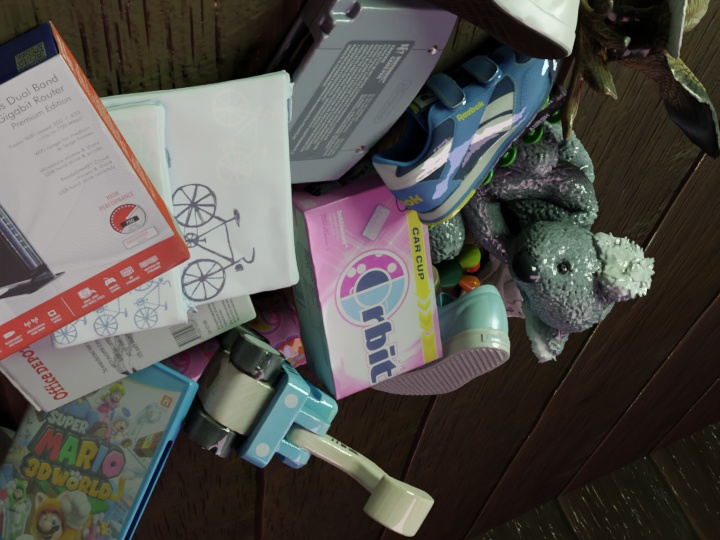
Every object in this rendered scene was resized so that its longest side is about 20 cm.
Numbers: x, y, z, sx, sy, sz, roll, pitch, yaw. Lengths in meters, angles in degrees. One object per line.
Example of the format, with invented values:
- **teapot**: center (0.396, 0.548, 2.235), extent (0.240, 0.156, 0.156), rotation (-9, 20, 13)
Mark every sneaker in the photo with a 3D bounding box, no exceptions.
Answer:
- **sneaker**: center (0.085, -0.223, 0.831), extent (0.073, 0.085, 0.200), rotation (9, 171, 45)
- **sneaker**: center (0.176, 0.031, 1.395), extent (0.075, 0.100, 0.200), rotation (-21, 157, -22)
- **sneaker**: center (0.078, 0.069, 1.170), extent (0.074, 0.082, 0.200), rotation (21, 151, -31)
- **sneaker**: center (0.088, -0.134, 0.966), extent (0.082, 0.074, 0.200), rotation (34, 96, -21)

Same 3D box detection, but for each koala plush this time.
- **koala plush**: center (0.184, -0.027, 1.152), extent (0.183, 0.201, 0.177), rotation (1, 144, -49)

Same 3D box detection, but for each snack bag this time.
- **snack bag**: center (-0.137, -0.041, 0.853), extent (0.199, 0.021, 0.189), rotation (-11, 124, -16)

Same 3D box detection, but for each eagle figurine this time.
- **eagle figurine**: center (0.251, -0.186, 1.002), extent (0.199, 0.151, 0.152), rotation (4, 128, -35)

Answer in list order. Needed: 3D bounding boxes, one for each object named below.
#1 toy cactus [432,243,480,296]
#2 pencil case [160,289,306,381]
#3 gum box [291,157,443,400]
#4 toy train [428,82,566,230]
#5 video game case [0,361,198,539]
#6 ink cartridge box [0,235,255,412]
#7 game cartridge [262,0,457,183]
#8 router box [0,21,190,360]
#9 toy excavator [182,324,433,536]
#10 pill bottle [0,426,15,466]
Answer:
- **toy cactus**: center (0.056, 0.025, 1.244), extent (0.200, 0.102, 0.165), rotation (-32, 165, -14)
- **pencil case**: center (-0.149, 0.093, 1.184), extent (0.199, 0.088, 0.088), rotation (-26, 157, -4)
- **gum box**: center (0.000, 0.000, 1.059), extent (0.113, 0.066, 0.201), rotation (-20, 120, -21)
- **toy train**: center (0.104, -0.110, 1.074), extent (0.042, 0.057, 0.200), rotation (22, 128, -42)
- **video game case**: center (-0.239, 0.160, 1.027), extent (0.201, 0.143, 0.018), rotation (-66, 157, -1)
- **ink cartridge box**: center (-0.199, 0.019, 0.961), extent (0.199, 0.083, 0.147), rotation (-25, 154, -9)
- **game cartridge**: center (-0.015, -0.139, 0.907), extent (0.133, 0.041, 0.200), rotation (-4, 147, -38)
- **router box**: center (-0.239, -0.034, 0.765), extent (0.199, 0.049, 0.180), rotation (-28, 132, -1)
- **toy excavator**: center (-0.045, 0.141, 1.032), extent (0.199, 0.194, 0.100), rotation (30, 91, -19)
- **pill bottle**: center (-0.359, 0.218, 1.163), extent (0.113, 0.113, 0.200), rotation (-24, 158, -9)
